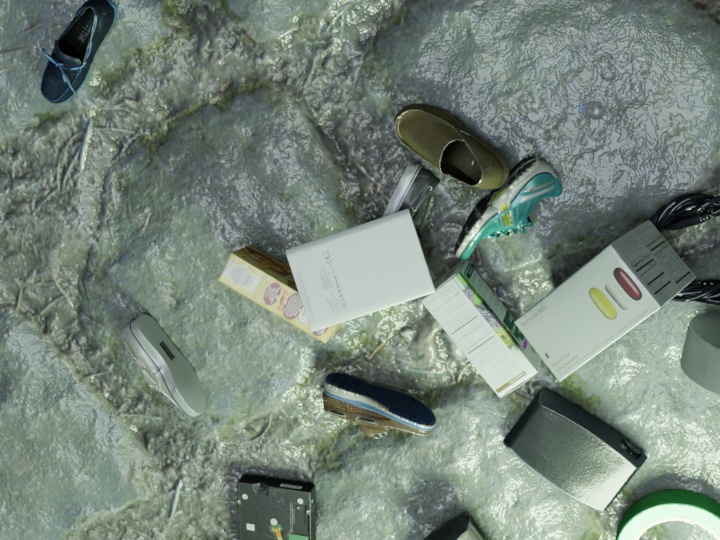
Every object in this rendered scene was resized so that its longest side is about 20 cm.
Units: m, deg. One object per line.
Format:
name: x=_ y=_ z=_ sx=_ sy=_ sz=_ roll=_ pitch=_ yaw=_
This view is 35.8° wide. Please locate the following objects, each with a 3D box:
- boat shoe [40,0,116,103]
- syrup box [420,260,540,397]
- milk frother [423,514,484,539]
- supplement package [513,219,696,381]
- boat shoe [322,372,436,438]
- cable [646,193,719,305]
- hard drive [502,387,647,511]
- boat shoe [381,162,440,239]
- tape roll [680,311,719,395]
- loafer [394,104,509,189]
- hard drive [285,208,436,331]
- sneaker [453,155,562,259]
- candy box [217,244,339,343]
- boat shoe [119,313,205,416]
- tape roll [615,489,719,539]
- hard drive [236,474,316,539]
boat shoe: x=-0.467 y=-0.355 z=1.781 sx=0.084 sy=0.069 sz=0.200 roll=33 pitch=114 yaw=4
syrup box: x=0.191 y=0.090 z=1.734 sx=0.081 sy=0.079 sz=0.200 roll=-38 pitch=94 yaw=23
milk frother: x=0.154 y=0.547 z=1.833 sx=0.180 sy=0.200 sz=0.188 roll=-35 pitch=95 yaw=27
supplement package: x=0.350 y=0.042 z=1.601 sx=0.111 sy=0.156 sz=0.200 roll=52 pitch=126 yaw=10
boat shoe: x=0.030 y=0.234 z=1.840 sx=0.199 sy=0.072 sz=0.073 roll=21 pitch=118 yaw=19
cable: x=0.496 y=-0.032 z=1.621 sx=0.199 sy=0.051 sz=0.164 roll=12 pitch=112 yaw=13
hard drive: x=0.339 y=0.292 z=1.778 sx=0.200 sy=0.042 sz=0.135 roll=33 pitch=114 yaw=3
boat shoe: x=0.066 y=-0.067 z=1.729 sx=0.066 sy=0.070 sz=0.201 roll=27 pitch=106 yaw=8
tape roll: x=0.559 y=0.124 z=1.574 sx=0.199 sy=0.200 sz=0.066 roll=11 pitch=109 yaw=12
loafer: x=0.128 y=-0.185 z=1.652 sx=0.200 sy=0.067 sz=0.076 roll=31 pitch=113 yaw=21
hard drive: x=0.000 y=0.000 z=1.691 sx=0.199 sy=0.026 sz=0.132 roll=-18 pitch=90 yaw=8
sneaker: x=0.218 y=-0.080 z=1.676 sx=0.080 sy=0.078 sz=0.200 roll=42 pitch=114 yaw=-10
candy box: x=-0.119 y=0.035 z=1.782 sx=0.200 sy=0.115 sz=0.055 roll=31 pitch=102 yaw=5
boat shoe: x=-0.345 y=0.173 z=1.922 sx=0.066 sy=0.072 sz=0.200 roll=-34 pitch=95 yaw=27
tape roll: x=0.509 y=0.450 z=1.780 sx=0.199 sy=0.048 sz=0.201 roll=5 pitch=110 yaw=15
hard drive: x=-0.148 y=0.465 z=1.979 sx=0.139 sy=0.038 sz=0.201 roll=4 pitch=108 yaw=15
